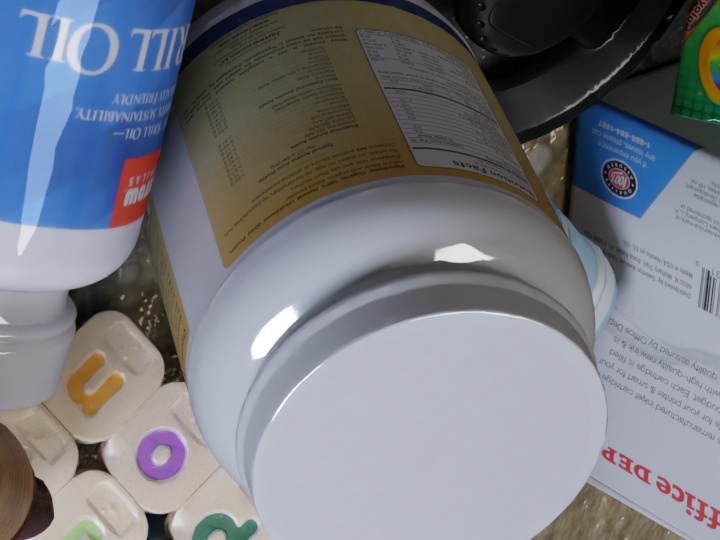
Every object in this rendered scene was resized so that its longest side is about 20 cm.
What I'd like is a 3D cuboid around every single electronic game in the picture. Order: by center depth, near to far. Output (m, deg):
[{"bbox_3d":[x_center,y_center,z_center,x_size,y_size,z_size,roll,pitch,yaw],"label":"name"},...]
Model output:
[{"bbox_3d":[0.072,-0.126,0.890,0.200,0.042,0.200,-27,144,-22],"label":"electronic game"}]

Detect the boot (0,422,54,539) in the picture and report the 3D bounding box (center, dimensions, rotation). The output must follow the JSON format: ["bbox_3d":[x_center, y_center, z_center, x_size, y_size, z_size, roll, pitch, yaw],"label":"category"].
[{"bbox_3d":[-0.205,0.094,0.720,0.199,0.073,0.166,-11,169,-4],"label":"boot"}]

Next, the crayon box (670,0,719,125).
[{"bbox_3d":[0.184,-0.145,0.924,0.200,0.058,0.119,-53,153,-63],"label":"crayon box"}]

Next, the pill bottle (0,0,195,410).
[{"bbox_3d":[-0.118,-0.061,0.718,0.112,0.112,0.201,-1,113,-43],"label":"pill bottle"}]

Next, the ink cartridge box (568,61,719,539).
[{"bbox_3d":[0.173,0.021,1.013,0.084,0.146,0.200,-22,127,-36],"label":"ink cartridge box"}]

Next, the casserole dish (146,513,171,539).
[{"bbox_3d":[-0.051,0.179,0.892,0.121,0.039,0.201,-17,90,-22],"label":"casserole dish"}]

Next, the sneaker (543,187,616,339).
[{"bbox_3d":[0.025,0.037,0.933,0.200,0.079,0.131,-57,141,-17],"label":"sneaker"}]

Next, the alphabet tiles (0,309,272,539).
[{"bbox_3d":[-0.068,0.117,0.859,0.196,0.015,0.200,-47,104,-20],"label":"alphabet tiles"}]

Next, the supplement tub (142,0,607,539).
[{"bbox_3d":[0.000,0.000,0.773,0.144,0.200,0.145,-9,130,-11],"label":"supplement tub"}]
